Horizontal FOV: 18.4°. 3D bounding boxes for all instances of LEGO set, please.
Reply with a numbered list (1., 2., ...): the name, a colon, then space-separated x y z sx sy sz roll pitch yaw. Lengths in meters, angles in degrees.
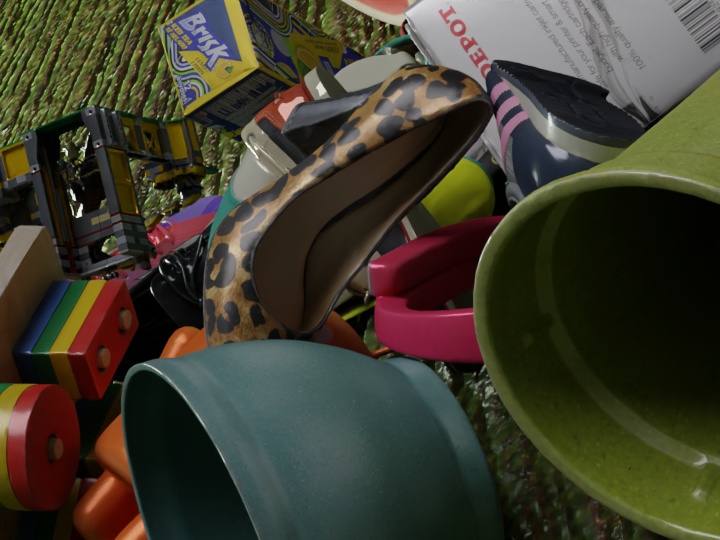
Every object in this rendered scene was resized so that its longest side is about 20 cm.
1. LEGO set: -0.191 -0.024 1.472 0.199 0.117 0.154 -17 -11 15

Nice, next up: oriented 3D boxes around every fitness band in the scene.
1. fitness band: 0.088 0.008 1.139 0.143 0.038 0.200 6 16 27

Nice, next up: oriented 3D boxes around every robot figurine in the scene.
1. robot figurine: -0.069 0.091 1.239 0.200 0.117 0.144 -46 10 -13

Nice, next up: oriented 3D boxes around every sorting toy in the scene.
1. sorting toy: -0.174 0.111 1.279 0.069 0.201 0.199 0 37 18

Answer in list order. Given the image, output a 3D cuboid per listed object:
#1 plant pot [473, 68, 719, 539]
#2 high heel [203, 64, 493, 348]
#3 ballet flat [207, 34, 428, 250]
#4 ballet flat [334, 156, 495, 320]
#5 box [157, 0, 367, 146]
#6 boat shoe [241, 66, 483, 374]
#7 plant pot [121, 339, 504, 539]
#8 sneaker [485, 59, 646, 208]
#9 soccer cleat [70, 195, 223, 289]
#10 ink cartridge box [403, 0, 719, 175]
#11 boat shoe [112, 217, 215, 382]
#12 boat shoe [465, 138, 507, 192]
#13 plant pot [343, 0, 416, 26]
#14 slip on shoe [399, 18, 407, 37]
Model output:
1. plant pot: 0.181 -0.008 1.004 0.200 0.201 0.184 -14 26 43
2. high heel: -0.007 -0.016 1.146 0.142 0.071 0.201 -9 55 45
3. ballet flat: -0.026 -0.080 1.370 0.200 0.071 0.067 -38 43 -5
4. ballet flat: 0.000 0.000 1.336 0.200 0.067 0.067 -32 9 38
5. box: -0.043 -0.115 1.438 0.064 0.200 0.070 -28 64 22
6. boat shoe: 0.007 -0.020 1.259 0.062 0.201 0.071 -37 -11 13
7. plant pot: -0.015 0.118 1.072 0.134 0.202 0.200 -19 19 -21
8. sneaker: 0.094 -0.057 1.144 0.200 0.070 0.083 -95 18 -75
9. soccer cleat: -0.167 0.012 1.546 0.200 0.077 0.067 -46 26 -11
10. ink cartridge box: 0.147 -0.142 1.272 0.200 0.145 0.084 -36 -18 9
11. boat shoe: -0.102 0.015 1.448 0.200 0.075 0.062 -33 7 29
12. boat shoe: 0.099 -0.086 1.363 0.201 0.061 0.072 -36 -6 5
13. plant pot: 0.035 -0.293 1.643 0.178 0.200 0.200 -56 28 -12
14. slip on shoe: 0.110 -0.174 1.484 0.199 0.061 0.074 -20 30 33
